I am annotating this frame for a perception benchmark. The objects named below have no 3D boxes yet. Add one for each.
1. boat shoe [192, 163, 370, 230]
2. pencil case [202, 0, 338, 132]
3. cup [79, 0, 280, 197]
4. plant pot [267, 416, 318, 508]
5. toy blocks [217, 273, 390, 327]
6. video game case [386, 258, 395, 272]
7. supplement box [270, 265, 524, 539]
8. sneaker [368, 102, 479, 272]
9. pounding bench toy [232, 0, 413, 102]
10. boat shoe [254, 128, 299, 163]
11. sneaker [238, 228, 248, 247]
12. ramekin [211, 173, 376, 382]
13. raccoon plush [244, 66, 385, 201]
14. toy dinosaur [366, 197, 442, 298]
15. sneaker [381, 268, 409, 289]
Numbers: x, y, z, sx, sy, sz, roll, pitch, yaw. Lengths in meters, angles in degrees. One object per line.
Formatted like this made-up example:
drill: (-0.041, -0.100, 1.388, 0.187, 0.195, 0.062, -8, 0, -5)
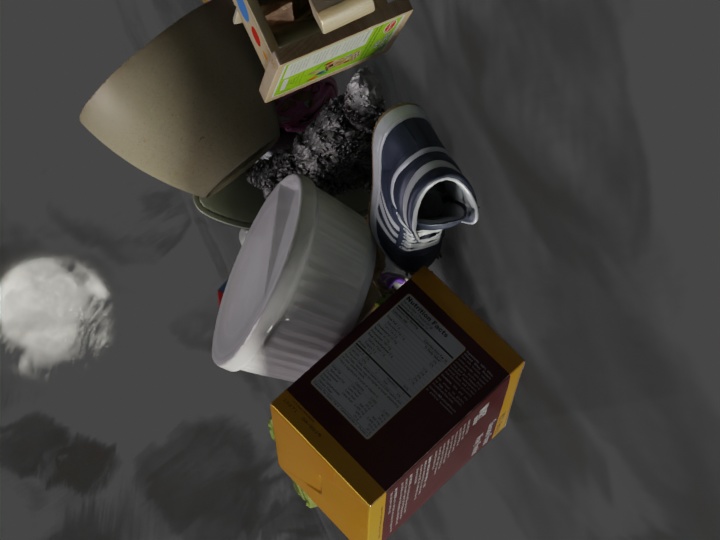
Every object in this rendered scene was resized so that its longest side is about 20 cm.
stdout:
boat shoe: (-0.080, -0.074, 1.614, 0.061, 0.200, 0.072, 121, 150, -79)
pencil case: (-0.098, -0.245, 1.618, 0.200, 0.083, 0.087, 60, 174, 25)
cup: (-0.164, -0.161, 1.528, 0.143, 0.200, 0.200, 50, 169, 0)
plant pot: (-0.006, 0.201, 1.858, 0.201, 0.189, 0.200, 61, 169, 20)
toy blocks: (-0.070, 0.046, 1.577, 0.199, 0.137, 0.100, 25, 141, 19)
video game case: (-0.028, -0.107, 1.739, 0.201, 0.023, 0.182, 69, 169, -23)
supplement box: (0.034, 0.139, 1.431, 0.133, 0.200, 0.197, 44, 163, 17)
sneaker: (0.057, -0.044, 1.343, 0.201, 0.070, 0.109, 83, 162, -49)
pounding bench toy: (-0.047, -0.255, 1.238, 0.157, 0.124, 0.200, 65, 169, 3)
boat shoe: (-0.099, -0.154, 1.736, 0.202, 0.074, 0.065, 51, 157, 40)
sneaker: (-0.092, 0.032, 1.727, 0.200, 0.080, 0.077, 57, -168, -25)
ramekin: (-0.061, 0.015, 1.443, 0.094, 0.203, 0.202, 22, 180, -16)
raccoon plush: (-0.050, -0.129, 1.492, 0.200, 0.133, 0.097, 82, 161, -57)
toy dinosaur: (0.027, -0.030, 1.526, 0.200, 0.058, 0.102, -10, 106, 55)
sneaker: (0.001, 0.000, 1.650, 0.201, 0.073, 0.114, 46, 154, -4)
